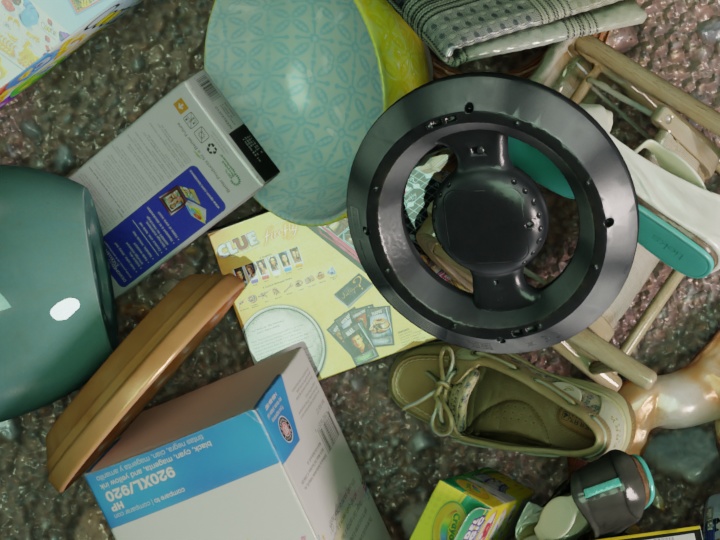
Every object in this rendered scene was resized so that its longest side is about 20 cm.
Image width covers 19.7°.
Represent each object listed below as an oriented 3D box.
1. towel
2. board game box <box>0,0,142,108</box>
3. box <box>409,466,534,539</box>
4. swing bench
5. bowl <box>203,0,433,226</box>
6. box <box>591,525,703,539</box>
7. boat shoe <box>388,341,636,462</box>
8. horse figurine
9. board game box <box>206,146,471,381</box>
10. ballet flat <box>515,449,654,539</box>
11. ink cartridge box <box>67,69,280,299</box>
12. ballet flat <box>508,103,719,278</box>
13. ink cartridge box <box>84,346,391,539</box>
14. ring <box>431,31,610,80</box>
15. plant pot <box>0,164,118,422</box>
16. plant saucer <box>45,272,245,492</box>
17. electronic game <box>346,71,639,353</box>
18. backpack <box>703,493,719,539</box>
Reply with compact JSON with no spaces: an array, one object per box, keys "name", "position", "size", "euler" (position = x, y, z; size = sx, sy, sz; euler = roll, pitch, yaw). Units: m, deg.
[{"name":"towel","position":[0.095,-0.221,1.455],"size":[0.199,0.193,0.035],"euler":[-19,139,-23]},{"name":"board game box","position":[-0.243,-0.204,1.519],"size":[0.200,0.103,0.105],"euler":[-36,93,4]},{"name":"box","position":[0.066,0.207,1.498],"size":[0.048,0.200,0.118],"euler":[27,94,12]},{"name":"swing bench","position":[0.169,-0.049,1.498],"size":[0.200,0.130,0.199],"euler":[36,83,-1]},{"name":"bowl","position":[-0.011,-0.140,1.507],"size":[0.107,0.199,0.202],"euler":[-15,96,-40]},{"name":"box","position":[0.171,0.264,1.513],"size":[0.159,0.201,0.050],"euler":[-10,53,1]},{"name":"boat shoe","position":[0.102,0.095,1.525],"size":[0.199,0.063,0.074],"euler":[10,97,29]},{"name":"horse figurine","position":[0.238,0.116,1.565],"size":[0.199,0.050,0.133],"euler":[-18,101,-1]},{"name":"board game box","position":[0.000,0.000,1.566],"size":[0.199,0.035,0.136],"euler":[-19,94,3]},{"name":"ballet flat","position":[0.151,0.182,1.503],"size":[0.068,0.200,0.068],"euler":[-16,66,-18]},{"name":"ink cartridge box","position":[-0.157,-0.056,1.540],"size":[0.200,0.037,0.095],"euler":[-35,94,32]},{"name":"ballet flat","position":[0.170,-0.071,1.410],"size":[0.199,0.069,0.070],"euler":[33,94,-5]},{"name":"ink cartridge box","position":[-0.078,0.189,1.508],"size":[0.144,0.147,0.201],"euler":[-22,99,16]},{"name":"ring","position":[0.094,-0.212,1.556],"size":[0.199,0.019,0.202],"euler":[0,95,0]},{"name":"plant pot","position":[-0.262,0.015,1.492],"size":[0.160,0.201,0.202],"euler":[-10,94,-1]},{"name":"plant saucer","position":[-0.161,0.073,1.492],"size":[0.037,0.200,0.200],"euler":[42,94,0]},{"name":"electronic game","position":[0.087,-0.036,1.386],"size":[0.199,0.042,0.201],"euler":[6,116,13]},{"name":"backpack","position":[0.332,0.225,1.488],"size":[0.154,0.191,0.200],"euler":[-35,111,26]}]
